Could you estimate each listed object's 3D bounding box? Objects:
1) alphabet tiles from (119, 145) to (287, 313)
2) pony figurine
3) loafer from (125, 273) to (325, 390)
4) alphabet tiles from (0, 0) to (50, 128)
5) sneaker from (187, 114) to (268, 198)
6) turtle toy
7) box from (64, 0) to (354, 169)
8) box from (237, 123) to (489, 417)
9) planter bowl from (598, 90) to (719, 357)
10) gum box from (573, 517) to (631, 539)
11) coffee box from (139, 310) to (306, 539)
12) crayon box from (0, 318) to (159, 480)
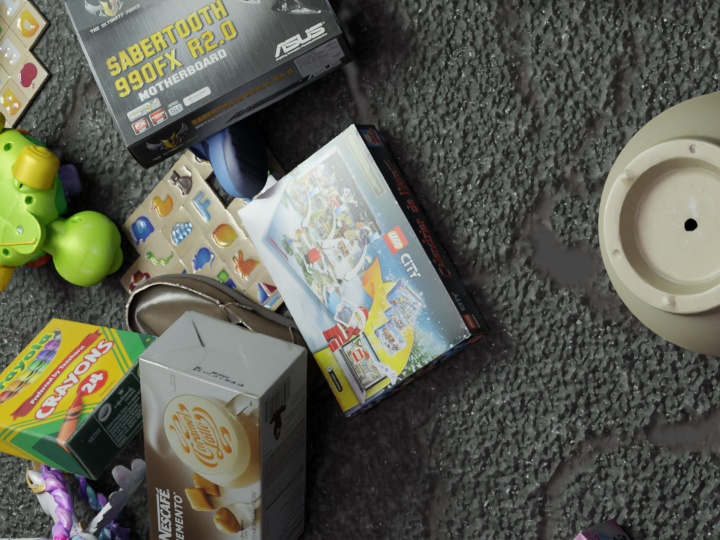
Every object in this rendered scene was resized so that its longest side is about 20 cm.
[{"bbox_3d":[-0.128,-0.020,1.548,0.200,0.008,0.167,-47,69,25],"label":"alphabet tiles"},{"bbox_3d":[-0.246,0.248,1.540,0.166,0.193,0.201,-22,87,-14],"label":"pony figurine"},{"bbox_3d":[-0.123,0.052,1.501,0.199,0.071,0.073,15,103,25],"label":"loafer"},{"bbox_3d":[-0.380,-0.218,1.694,0.200,0.006,0.167,49,114,20],"label":"alphabet tiles"},{"bbox_3d":[-0.143,-0.134,1.503,0.082,0.074,0.200,-33,63,11],"label":"sneaker"},{"bbox_3d":[-0.303,-0.054,1.598,0.200,0.101,0.146,36,109,25],"label":"turtle toy"},{"bbox_3d":[-0.125,-0.198,1.451,0.199,0.048,0.159,-27,65,2],"label":"box"},{"bbox_3d":[0.000,0.000,1.447,0.136,0.038,0.201,-34,77,26],"label":"box"},{"bbox_3d":[0.250,-0.032,1.242,0.200,0.135,0.201,1,93,32],"label":"planter bowl"},{"bbox_3d":[0.155,0.302,1.352,0.114,0.066,0.200,49,115,19],"label":"gum box"},{"bbox_3d":[-0.111,0.147,1.449,0.114,0.080,0.201,18,127,21],"label":"coffee box"},{"bbox_3d":[-0.260,0.107,1.539,0.200,0.127,0.051,5,138,48],"label":"crayon box"}]
